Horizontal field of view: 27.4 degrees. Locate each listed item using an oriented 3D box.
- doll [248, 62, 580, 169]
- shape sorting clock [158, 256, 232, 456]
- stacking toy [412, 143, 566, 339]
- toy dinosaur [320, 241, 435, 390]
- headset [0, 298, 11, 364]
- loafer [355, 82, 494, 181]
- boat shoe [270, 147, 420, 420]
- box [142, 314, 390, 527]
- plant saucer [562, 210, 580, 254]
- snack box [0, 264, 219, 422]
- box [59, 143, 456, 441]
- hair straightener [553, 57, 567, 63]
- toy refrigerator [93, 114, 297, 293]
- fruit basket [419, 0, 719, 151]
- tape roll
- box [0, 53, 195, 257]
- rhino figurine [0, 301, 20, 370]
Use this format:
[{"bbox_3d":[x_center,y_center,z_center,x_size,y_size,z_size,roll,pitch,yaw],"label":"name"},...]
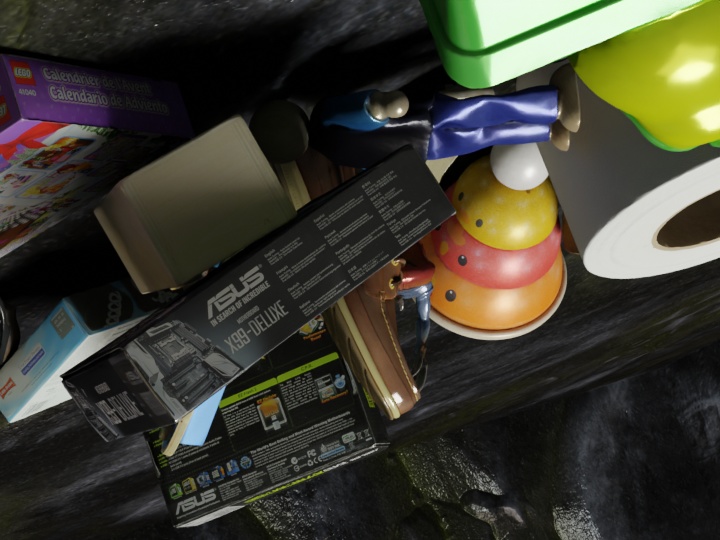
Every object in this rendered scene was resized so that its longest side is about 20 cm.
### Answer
[{"bbox_3d":[0.030,-0.088,0.918,0.199,0.049,0.136,-5,167,-3],"label":"doll"},{"bbox_3d":[-0.106,0.033,1.037,0.039,0.201,0.200,19,156,-13],"label":"shape sorting clock"},{"bbox_3d":[0.115,-0.051,1.214,0.146,0.146,0.200,-16,148,-18],"label":"stacking toy"},{"bbox_3d":[0.018,-0.010,1.121,0.105,0.201,0.181,20,160,-13],"label":"toy dinosaur"},{"bbox_3d":[-0.283,0.046,0.903,0.123,0.094,0.200,13,175,-8],"label":"headset"},{"bbox_3d":[0.029,-0.069,1.041,0.075,0.069,0.200,-11,165,-39],"label":"loafer"},{"bbox_3d":[0.000,0.000,0.989,0.067,0.201,0.072,-23,177,-8],"label":"boat shoe"},{"bbox_3d":[-0.098,0.094,1.253,0.199,0.194,0.047,-25,165,16],"label":"box"},{"bbox_3d":[0.230,-0.093,1.178,0.200,0.035,0.200,-40,-169,9],"label":"plant saucer"},{"bbox_3d":[-0.181,0.045,1.137,0.116,0.037,0.200,-44,168,31],"label":"snack box"},{"bbox_3d":[-0.061,0.016,0.829,0.200,0.050,0.158,-36,-175,-23],"label":"box"},{"bbox_3d":[0.174,-0.167,0.831,0.200,0.077,0.041,-30,164,37],"label":"hair straightener"},{"bbox_3d":[-0.100,-0.031,0.858,0.076,0.070,0.200,-31,-174,-13],"label":"toy refrigerator"},{"bbox_3d":[0.119,-0.150,0.627,0.215,0.156,0.216,-14,153,-7],"label":"fruit basket"},{"bbox_3d":[0.220,-0.099,0.993,0.202,0.140,0.203,-17,160,-6],"label":"tape roll"},{"bbox_3d":[-0.208,-0.050,0.814,0.200,0.039,0.137,-27,167,29],"label":"box"},{"bbox_3d":[-0.301,0.072,1.133,0.087,0.060,0.200,-40,176,-22],"label":"rhino figurine"}]
